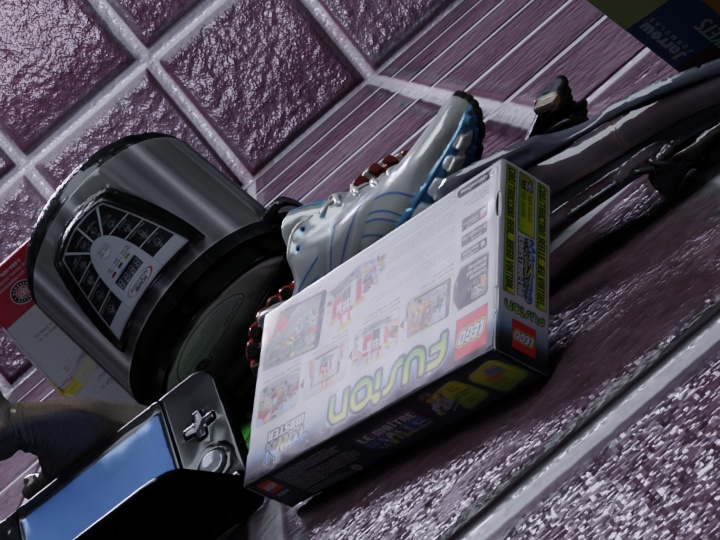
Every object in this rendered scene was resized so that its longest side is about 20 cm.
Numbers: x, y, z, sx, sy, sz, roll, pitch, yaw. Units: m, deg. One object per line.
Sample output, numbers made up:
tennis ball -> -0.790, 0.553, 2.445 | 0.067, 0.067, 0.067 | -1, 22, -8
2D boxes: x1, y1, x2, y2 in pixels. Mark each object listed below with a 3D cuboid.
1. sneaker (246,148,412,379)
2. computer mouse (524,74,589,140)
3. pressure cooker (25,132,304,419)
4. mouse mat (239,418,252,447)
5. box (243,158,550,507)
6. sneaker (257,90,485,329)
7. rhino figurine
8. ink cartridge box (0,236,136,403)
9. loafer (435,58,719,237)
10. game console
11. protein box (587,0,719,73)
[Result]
sneaker -> 0.000, 0.000, 1.050 | 0.200, 0.078, 0.082 | -46, -9, -9
computer mouse -> 0.084, -0.036, 0.937 | 0.141, 0.046, 0.200 | -61, -11, 31
pressure cooker -> -0.127, 0.013, 1.194 | 0.178, 0.200, 0.177 | -35, -28, -32
mouse mat -> -0.113, 0.155, 1.043 | 0.200, 0.008, 0.161 | -46, 10, -33
box -> 0.015, 0.036, 0.818 | 0.199, 0.035, 0.111 | -32, 41, 43
sneaker -> 0.000, -0.026, 0.948 | 0.201, 0.086, 0.075 | -59, -13, 16
rhino figurine -> -0.188, 0.112, 1.042 | 0.087, 0.198, 0.060 | -41, 46, 44
ink cartridge box -> -0.226, 0.047, 1.427 | 0.145, 0.200, 0.145 | -41, 6, -11
loafer -> 0.139, -0.055, 0.843 | 0.198, 0.064, 0.072 | -23, -7, 14
game console -> -0.167, 0.142, 0.914 | 0.199, 0.116, 0.176 | -37, 40, 8
protein box -> 0.222, -0.246, 0.889 | 0.199, 0.134, 0.200 | -35, 42, 34
